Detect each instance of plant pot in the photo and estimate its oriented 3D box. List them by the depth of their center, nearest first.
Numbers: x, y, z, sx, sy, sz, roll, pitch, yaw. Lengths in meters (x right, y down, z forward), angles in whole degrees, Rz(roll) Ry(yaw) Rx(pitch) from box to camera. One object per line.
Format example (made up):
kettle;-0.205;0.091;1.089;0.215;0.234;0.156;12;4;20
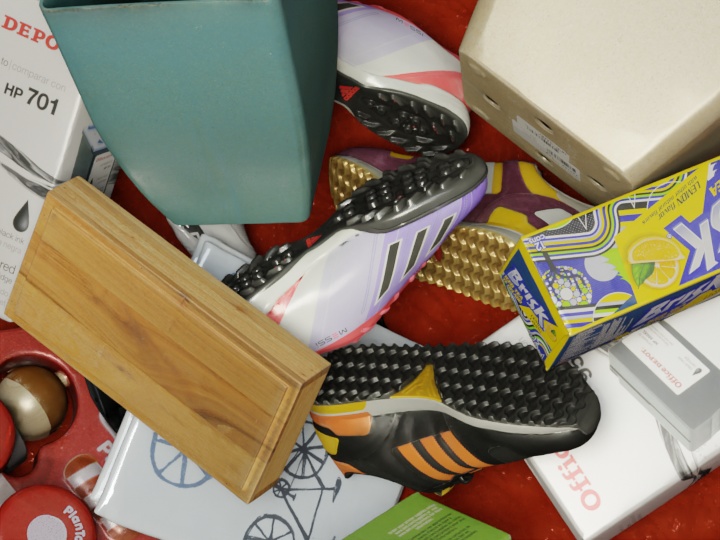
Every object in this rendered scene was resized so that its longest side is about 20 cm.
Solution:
plant pot;-0.084;-0.129;1.583;0.140;0.201;0.142;-2;46;14
plant pot;0.167;-0.146;1.636;0.199;0.200;0.177;38;83;10

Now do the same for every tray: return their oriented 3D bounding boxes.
tray;-0.120;0.042;1.596;0.200;0.037;0.099;36;125;16

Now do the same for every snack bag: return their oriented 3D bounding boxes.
snack bag;-0.051;0.100;1.681;0.199;0.021;0.190;25;81;-21

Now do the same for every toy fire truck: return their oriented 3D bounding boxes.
toy fire truck;-0.195;0.121;1.701;0.168;0.112;0.200;-35;80;-24

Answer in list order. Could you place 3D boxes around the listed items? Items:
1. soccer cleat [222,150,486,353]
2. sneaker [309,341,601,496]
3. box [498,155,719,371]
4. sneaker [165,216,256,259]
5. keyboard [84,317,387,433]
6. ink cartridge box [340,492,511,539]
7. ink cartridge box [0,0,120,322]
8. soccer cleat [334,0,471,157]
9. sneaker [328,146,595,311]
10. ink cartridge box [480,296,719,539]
soccer cleat;0.000;0.000;1.622;0.199;0.068;0.073;-32;110;7
sneaker;0.062;0.098;1.625;0.199;0.090;0.070;3;39;29
box;0.189;-0.015;1.587;0.199;0.064;0.070;-22;75;-18
sneaker;-0.089;-0.092;1.724;0.114;0.075;0.201;-29;77;4
keyboard;-0.082;0.050;1.705;0.199;0.040;0.105;-21;102;-16
ink cartridge box;0.014;0.260;1.606;0.075;0.148;0.201;22;121;31
ink cartridge box;-0.231;-0.089;1.695;0.146;0.086;0.201;24;106;21
soccer cleat;-0.013;-0.147;1.697;0.199;0.068;0.074;27;51;-20
sneaker;0.068;-0.038;1.693;0.090;0.075;0.199;-32;43;-33
ink cartridge box;0.184;0.062;1.669;0.199;0.084;0.145;-34;79;1
